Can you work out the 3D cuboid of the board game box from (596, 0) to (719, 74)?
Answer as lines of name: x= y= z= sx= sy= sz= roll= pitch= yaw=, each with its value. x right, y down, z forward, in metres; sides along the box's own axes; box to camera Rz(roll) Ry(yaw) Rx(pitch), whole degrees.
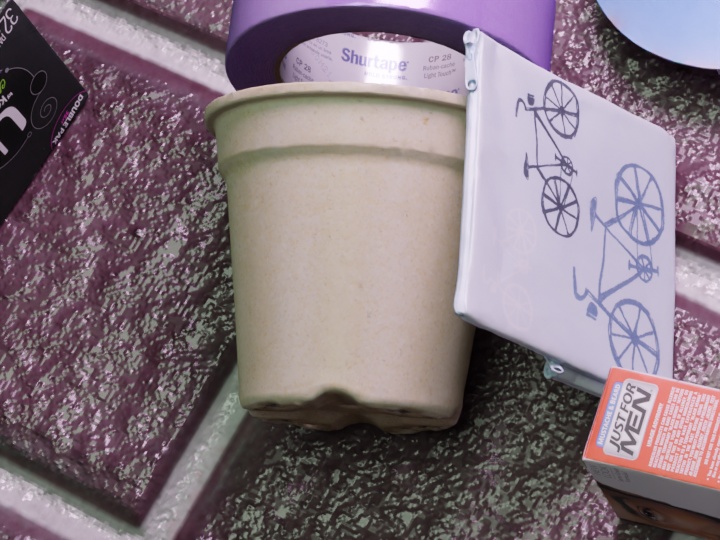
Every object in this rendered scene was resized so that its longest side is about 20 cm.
board game box: x=0.244 y=-0.203 z=1.651 sx=0.200 sy=0.039 sz=0.158 roll=-37 pitch=57 yaw=-6

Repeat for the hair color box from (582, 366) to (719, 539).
hair color box: x=0.237 y=0.120 z=1.469 sx=0.200 sy=0.111 sz=0.064 roll=13 pitch=72 yaw=23

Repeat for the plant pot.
plant pot: x=0.000 y=0.000 z=1.566 sx=0.200 sy=0.200 sz=0.184 roll=0 pitch=79 yaw=17

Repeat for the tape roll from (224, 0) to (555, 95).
tape roll: x=0.019 y=-0.143 z=1.601 sx=0.200 sy=0.200 sz=0.066 roll=0 pitch=67 yaw=17

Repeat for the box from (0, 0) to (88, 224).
box: x=-0.303 y=-0.090 z=1.708 sx=0.124 sy=0.149 sz=0.200 roll=27 pitch=78 yaw=25

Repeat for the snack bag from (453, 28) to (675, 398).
snack bag: x=0.121 y=-0.024 z=1.529 sx=0.021 sy=0.200 sz=0.189 roll=-16 pitch=61 yaw=41
